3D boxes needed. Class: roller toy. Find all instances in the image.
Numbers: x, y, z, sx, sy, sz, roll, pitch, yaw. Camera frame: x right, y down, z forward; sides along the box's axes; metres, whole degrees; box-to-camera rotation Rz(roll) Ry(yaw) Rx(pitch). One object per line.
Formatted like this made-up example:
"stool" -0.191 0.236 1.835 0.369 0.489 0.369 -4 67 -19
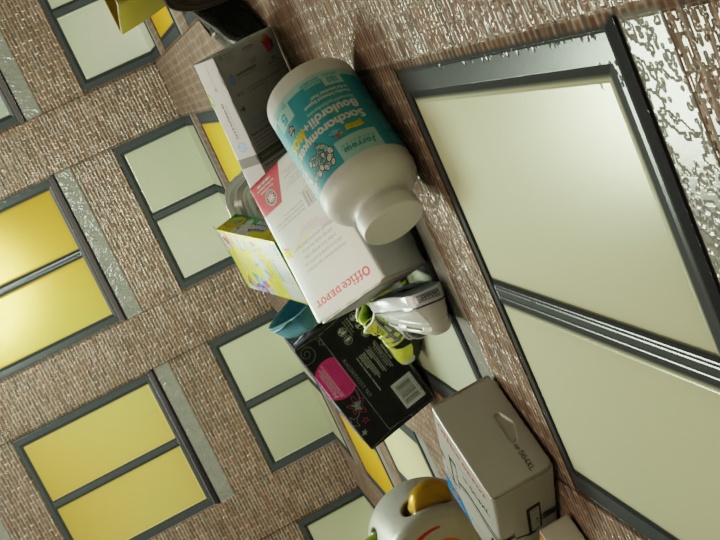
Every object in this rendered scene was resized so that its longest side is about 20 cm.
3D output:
"roller toy" 0.116 0.437 1.820 0.182 0.200 0.140 29 -174 -24

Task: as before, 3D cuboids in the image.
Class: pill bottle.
"pill bottle" -0.012 -0.124 1.208 0.200 0.111 0.111 58 169 26

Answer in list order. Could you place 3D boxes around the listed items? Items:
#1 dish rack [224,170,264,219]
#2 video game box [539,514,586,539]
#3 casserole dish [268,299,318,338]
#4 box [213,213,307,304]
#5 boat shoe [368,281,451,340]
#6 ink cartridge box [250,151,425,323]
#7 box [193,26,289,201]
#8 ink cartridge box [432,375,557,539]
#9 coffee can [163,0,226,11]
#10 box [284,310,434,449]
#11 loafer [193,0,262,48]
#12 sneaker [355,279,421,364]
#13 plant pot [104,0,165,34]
"dish rack" -0.131 -0.102 1.809 0.200 0.043 0.172 -56 -49 -49
"video game box" 0.275 0.404 1.287 0.200 0.047 0.182 56 165 37
"casserole dish" -0.062 0.033 1.714 0.039 0.200 0.121 46 146 -12
"box" -0.139 -0.020 1.676 0.200 0.048 0.117 11 136 52
"boat shoe" 0.061 0.055 1.405 0.200 0.073 0.065 177 71 -81
"ink cartridge box" -0.031 -0.057 1.394 0.148 0.086 0.200 -35 81 46
"box" -0.131 -0.215 1.536 0.156 0.041 0.200 -46 -63 -53
"ink cartridge box" 0.162 0.244 1.343 0.146 0.084 0.200 56 169 39
"coffee can" -0.209 -0.430 1.332 0.200 0.146 0.146 62 170 9
"box" -0.003 0.148 1.733 0.200 0.132 0.115 53 173 -13
"loafer" -0.197 -0.360 1.671 0.200 0.073 0.071 54 167 46
"sneaker" 0.032 0.064 1.579 0.075 0.076 0.200 51 166 44
"plant pot" -0.318 -0.492 1.658 0.200 0.176 0.200 65 170 -3
